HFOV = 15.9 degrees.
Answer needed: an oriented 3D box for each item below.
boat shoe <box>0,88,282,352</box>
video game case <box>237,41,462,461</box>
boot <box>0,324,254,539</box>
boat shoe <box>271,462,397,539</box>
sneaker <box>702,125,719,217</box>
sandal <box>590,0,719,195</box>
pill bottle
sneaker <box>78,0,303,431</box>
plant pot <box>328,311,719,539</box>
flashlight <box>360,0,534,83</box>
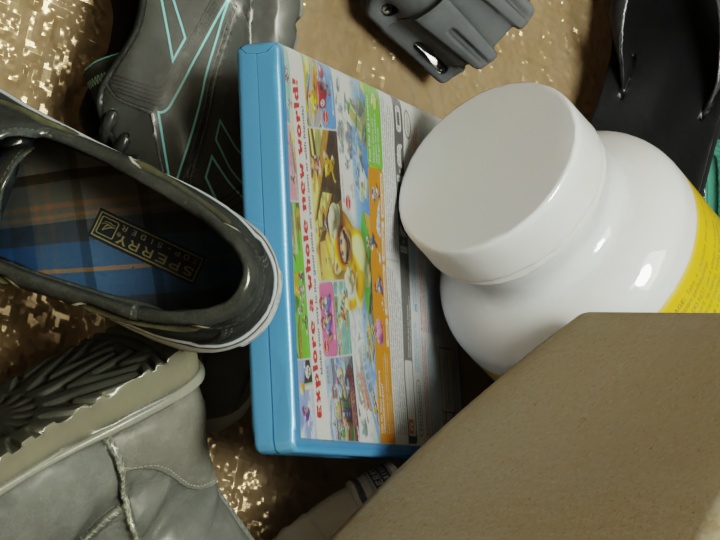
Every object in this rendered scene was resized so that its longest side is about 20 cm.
[{"bbox_3d":[-0.120,-0.029,0.859,0.200,0.057,0.069,21,84,2],"label":"boat shoe"},{"bbox_3d":[0.000,0.000,0.980,0.200,0.018,0.143,15,72,-70],"label":"video game case"},{"bbox_3d":[-0.098,0.137,0.916,0.182,0.073,0.200,-23,116,-19],"label":"boot"},{"bbox_3d":[0.024,0.170,1.010,0.066,0.072,0.200,-27,120,-6],"label":"boat shoe"},{"bbox_3d":[0.193,0.020,1.188,0.200,0.074,0.088,67,21,-7],"label":"sneaker"},{"bbox_3d":[0.138,-0.102,1.133,0.043,0.076,0.200,61,37,-69],"label":"sandal"},{"bbox_3d":[0.102,0.014,1.045,0.200,0.112,0.112,45,57,-40],"label":"pill bottle"},{"bbox_3d":[-0.069,-0.039,0.970,0.079,0.075,0.200,6,74,-24],"label":"sneaker"},{"bbox_3d":[0.118,0.122,0.915,0.200,0.200,0.177,45,63,-29],"label":"plant pot"},{"bbox_3d":[-0.006,-0.164,1.033,0.200,0.068,0.068,39,58,-28],"label":"flashlight"}]
